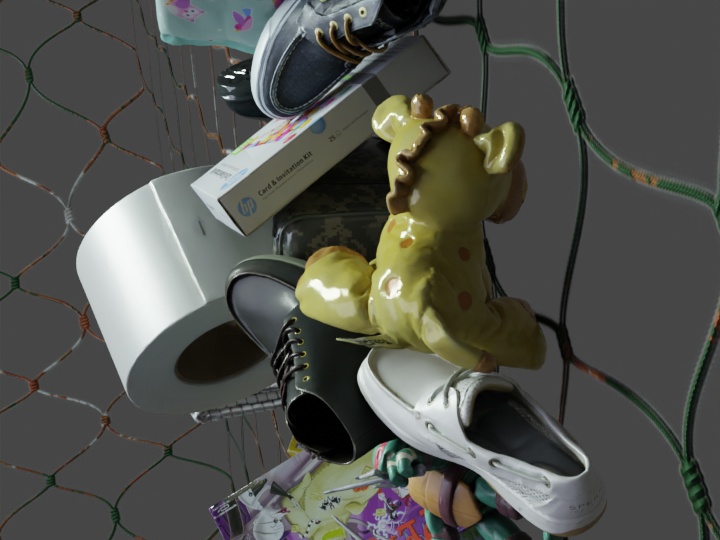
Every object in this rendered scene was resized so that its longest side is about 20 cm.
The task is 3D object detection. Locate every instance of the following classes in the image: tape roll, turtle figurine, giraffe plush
[{"bbox_3d":[-0.142,0.019,1.385,0.203,0.202,0.139,99,149,-56],"label":"tape roll"},{"bbox_3d":[0.062,0.164,1.079,0.200,0.101,0.150,18,145,33],"label":"turtle figurine"},{"bbox_3d":[0.050,-0.030,1.010,0.200,0.172,0.163,1,-77,-75],"label":"giraffe plush"}]

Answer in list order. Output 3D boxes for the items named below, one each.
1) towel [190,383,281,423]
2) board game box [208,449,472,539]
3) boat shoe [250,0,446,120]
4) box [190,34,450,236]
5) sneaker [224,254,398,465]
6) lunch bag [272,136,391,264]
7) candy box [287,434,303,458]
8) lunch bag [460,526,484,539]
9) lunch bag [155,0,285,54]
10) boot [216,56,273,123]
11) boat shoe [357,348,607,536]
[{"bbox_3d":[-0.113,0.092,1.690,0.166,0.199,0.086,-146,47,-71],"label":"towel"},{"bbox_3d":[-0.009,0.189,1.196,0.120,0.200,0.032,59,-169,12],"label":"board game box"},{"bbox_3d":[-0.007,-0.180,1.112,0.200,0.071,0.091,-54,36,19],"label":"boat shoe"},{"bbox_3d":[-0.036,-0.109,1.200,0.041,0.200,0.156,51,174,-14],"label":"box"},{"bbox_3d":[-0.044,0.059,1.105,0.200,0.106,0.075,32,124,26],"label":"sneaker"},{"bbox_3d":[0.000,0.000,1.253,0.168,0.139,0.201,-98,3,-64],"label":"lunch bag"},{"bbox_3d":[-0.015,0.173,1.469,0.102,0.026,0.200,-68,-26,-24],"label":"candy box"},{"bbox_3d":[0.010,0.257,1.263,0.127,0.200,0.170,37,-146,-63],"label":"lunch bag"},{"bbox_3d":[-0.097,-0.295,1.167,0.170,0.122,0.201,95,-178,-64],"label":"lunch bag"},{"bbox_3d":[-0.049,-0.113,1.355,0.200,0.076,0.169,-36,-55,-57],"label":"boot"},{"bbox_3d":[0.079,0.092,1.001,0.200,0.071,0.069,31,150,30],"label":"boat shoe"}]
